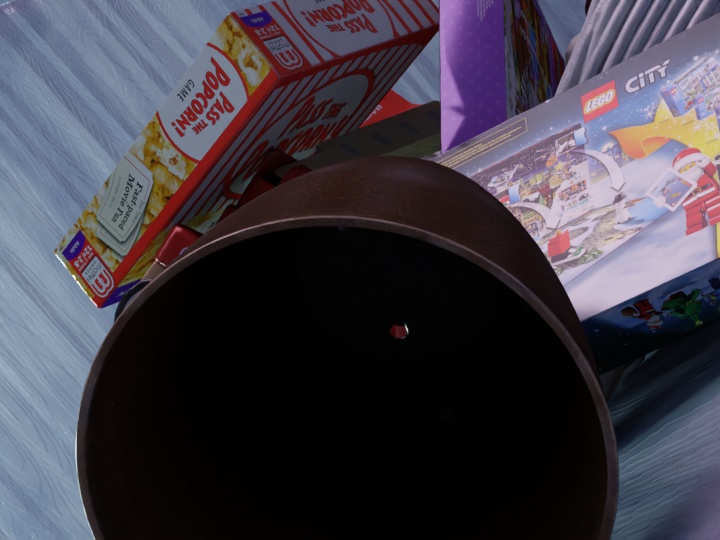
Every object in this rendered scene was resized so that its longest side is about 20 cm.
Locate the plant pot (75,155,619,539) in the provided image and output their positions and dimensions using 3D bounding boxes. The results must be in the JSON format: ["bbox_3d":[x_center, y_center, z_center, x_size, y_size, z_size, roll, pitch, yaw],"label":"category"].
[{"bbox_3d":[0.005,0.033,0.848,0.187,0.187,0.200,-41,11,19],"label":"plant pot"}]

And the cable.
[{"bbox_3d":[0.164,-0.106,1.144,0.200,0.069,0.200,-64,-19,4],"label":"cable"}]

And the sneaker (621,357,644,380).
[{"bbox_3d":[0.108,0.001,1.036,0.115,0.076,0.200,-2,-32,-31],"label":"sneaker"}]

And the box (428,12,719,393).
[{"bbox_3d":[0.118,-0.028,0.967,0.200,0.038,0.137,-26,42,23],"label":"box"}]

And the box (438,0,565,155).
[{"bbox_3d":[0.078,-0.066,1.184,0.039,0.137,0.200,-10,57,17],"label":"box"}]

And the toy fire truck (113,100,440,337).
[{"bbox_3d":[0.000,0.000,1.167,0.200,0.176,0.129,-58,-27,3],"label":"toy fire truck"}]

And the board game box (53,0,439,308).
[{"bbox_3d":[-0.061,-0.074,1.215,0.151,0.046,0.200,-25,-18,-49],"label":"board game box"}]

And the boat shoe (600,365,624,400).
[{"bbox_3d":[0.044,0.093,1.051,0.200,0.072,0.065,-41,-10,31],"label":"boat shoe"}]

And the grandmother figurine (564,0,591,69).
[{"bbox_3d":[0.153,-0.112,1.324,0.060,0.121,0.200,-18,-6,4],"label":"grandmother figurine"}]

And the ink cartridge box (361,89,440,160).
[{"bbox_3d":[0.053,-0.081,1.355,0.057,0.200,0.163,-50,-1,20],"label":"ink cartridge box"}]
